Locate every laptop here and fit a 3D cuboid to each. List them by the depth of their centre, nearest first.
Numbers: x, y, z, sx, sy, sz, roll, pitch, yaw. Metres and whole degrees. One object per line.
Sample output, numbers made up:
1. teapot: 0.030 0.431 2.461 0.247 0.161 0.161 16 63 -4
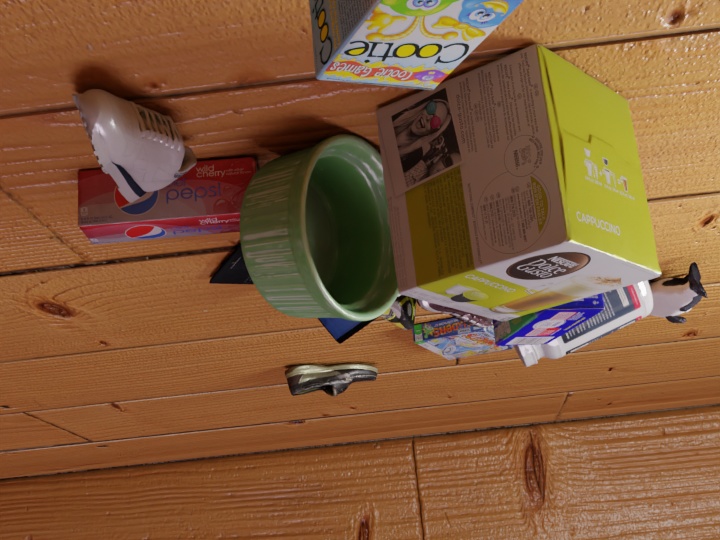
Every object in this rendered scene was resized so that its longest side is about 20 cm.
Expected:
1. laptop: -0.097 0.036 1.620 0.200 0.103 0.177 1 162 -22

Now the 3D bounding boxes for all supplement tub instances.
1. supplement tub: 0.298 0.039 1.611 0.200 0.140 0.140 -26 162 2

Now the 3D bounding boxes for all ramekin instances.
1. ramekin: -0.041 -0.041 1.233 0.098 0.200 0.200 -7 165 34

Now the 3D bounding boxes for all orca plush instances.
1. orca plush: 0.525 0.022 1.889 0.105 0.071 0.200 38 161 10

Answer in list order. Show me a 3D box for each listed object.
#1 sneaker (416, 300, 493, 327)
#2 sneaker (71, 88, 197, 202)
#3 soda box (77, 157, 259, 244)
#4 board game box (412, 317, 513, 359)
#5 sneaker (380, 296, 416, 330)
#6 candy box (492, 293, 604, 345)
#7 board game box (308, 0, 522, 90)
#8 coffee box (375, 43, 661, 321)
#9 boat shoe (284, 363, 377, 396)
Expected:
1. sneaker: 0.190 0.035 1.763 0.200 0.076 0.115 9 155 -38
2. sneaker: -0.218 -0.132 1.103 0.080 0.077 0.200 -17 168 0
3. soda box: -0.209 -0.077 1.263 0.200 0.070 0.063 -5 162 0
4. board game box: 0.195 0.125 2.130 0.135 0.035 0.200 -12 162 21
5. sneaker: 0.032 0.035 1.737 0.076 0.076 0.200 -4 155 22
6. candy box: 0.207 -0.028 1.333 0.077 0.200 0.169 0 162 -14
7. board game box: 0.046 -0.220 0.807 0.103 0.105 0.200 1 163 -24
8. coffee box: 0.161 -0.078 1.150 0.198 0.200 0.200 -18 160 35
9. boat shoe: -0.058 0.229 2.342 0.200 0.065 0.073 -1 161 -18
